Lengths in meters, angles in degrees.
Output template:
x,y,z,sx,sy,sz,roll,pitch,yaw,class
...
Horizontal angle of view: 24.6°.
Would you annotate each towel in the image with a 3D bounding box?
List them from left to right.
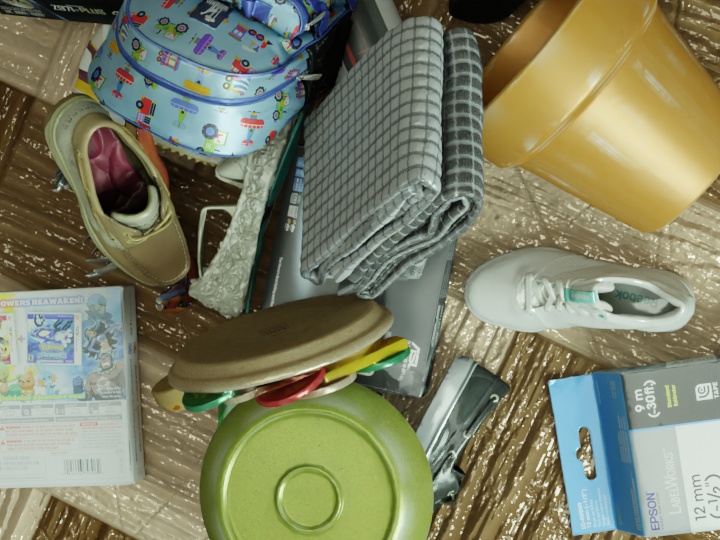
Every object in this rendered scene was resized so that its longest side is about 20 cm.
x,y,z,sx,sy,sz,roll,pitch,yaw,class
0.028,-0.084,1.326,0.085,0.200,0.166,14,59,-24,towel

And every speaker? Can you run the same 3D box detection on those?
x,y,z,sx,sy,sz,roll,pitch,yaw,class
-0.009,-0.225,1.451,0.081,0.081,0.200,-23,87,11,speaker

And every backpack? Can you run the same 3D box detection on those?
x,y,z,sx,sy,sz,roll,pitch,yaw,class
-0.117,-0.190,1.339,0.182,0.200,0.135,29,131,10,backpack

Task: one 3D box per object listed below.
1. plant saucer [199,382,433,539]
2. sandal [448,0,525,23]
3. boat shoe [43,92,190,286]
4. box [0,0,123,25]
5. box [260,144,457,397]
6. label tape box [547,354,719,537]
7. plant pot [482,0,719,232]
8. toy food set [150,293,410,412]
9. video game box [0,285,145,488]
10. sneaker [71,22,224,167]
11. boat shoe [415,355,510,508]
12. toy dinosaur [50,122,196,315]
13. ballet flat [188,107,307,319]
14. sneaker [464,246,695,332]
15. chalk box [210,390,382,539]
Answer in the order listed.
x,y,z,sx,sy,sz,roll,pitch,yaw,class
-0.040,0.187,1.366,0.200,0.031,0.200,0,91,10,plant saucer
0.137,-0.244,1.374,0.075,0.200,0.045,9,66,-20,sandal
-0.195,-0.055,1.378,0.074,0.200,0.066,-42,39,-13,boat shoe
-0.241,-0.328,1.469,0.164,0.086,0.200,8,80,11,box
0.000,0.000,1.468,0.158,0.050,0.200,12,93,11,box
0.268,0.151,1.413,0.200,0.066,0.144,-9,90,9,label tape box
0.208,-0.136,1.366,0.183,0.200,0.200,39,98,-8,plant pot
-0.066,0.070,1.357,0.200,0.198,0.049,-21,103,-27,toy food set
-0.304,0.108,1.532,0.200,0.047,0.182,-3,93,11,video game box
-0.162,-0.157,1.484,0.200,0.075,0.090,22,100,9,sneaker
0.066,0.173,1.452,0.057,0.069,0.200,26,94,9,boat shoe
-0.187,-0.047,1.454,0.200,0.105,0.181,-36,123,26,toy dinosaur
-0.103,-0.057,1.428,0.072,0.072,0.200,18,96,10,ballet flat
0.185,0.019,1.414,0.200,0.088,0.075,2,93,11,sneaker
-0.057,0.203,1.447,0.124,0.125,0.200,5,91,10,chalk box
